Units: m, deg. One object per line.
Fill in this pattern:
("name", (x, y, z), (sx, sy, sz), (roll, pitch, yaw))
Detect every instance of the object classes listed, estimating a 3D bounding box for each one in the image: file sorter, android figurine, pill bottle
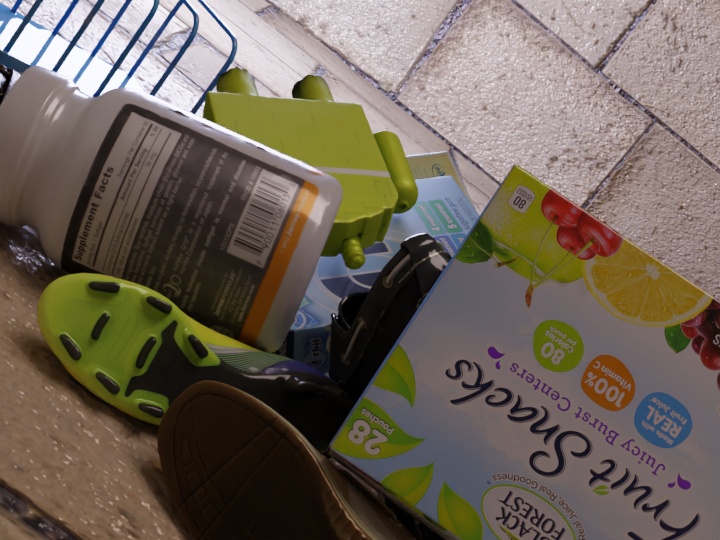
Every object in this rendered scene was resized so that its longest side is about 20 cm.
("file sorter", (-0.230, -0.221, 1.093), (0.199, 0.123, 0.139), (25, 18, -44))
("android figurine", (-0.045, -0.073, 0.875), (0.180, 0.041, 0.201), (1, 42, -21))
("pill bottle", (-0.119, -0.039, 0.734), (0.198, 0.117, 0.116), (23, 14, -3))

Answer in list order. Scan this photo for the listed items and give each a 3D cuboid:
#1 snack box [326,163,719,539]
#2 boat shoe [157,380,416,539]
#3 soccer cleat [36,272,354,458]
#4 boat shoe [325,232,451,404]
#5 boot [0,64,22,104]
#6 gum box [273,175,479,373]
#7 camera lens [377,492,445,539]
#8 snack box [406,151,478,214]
("snack box", (0.109, 0.076, 0.606), (0.199, 0.169, 0.068), (35, -10, 5))
("boat shoe", (-0.019, 0.134, 0.594), (0.200, 0.074, 0.066), (45, 1, 19))
("soccer cleat", (-0.095, 0.059, 0.684), (0.199, 0.065, 0.083), (27, -13, -29))
("boat shoe", (0.012, 0.044, 0.738), (0.072, 0.200, 0.068), (-35, 82, -33))
("boot", (-0.189, -0.091, 0.878), (0.173, 0.069, 0.200), (35, 15, -20))
("gum box", (0.000, 0.000, 0.874), (0.198, 0.045, 0.170), (-8, 35, -14))
("camera lens", (0.106, 0.122, 0.745), (0.160, 0.160, 0.200), (41, 10, 12))
("snack box", (0.045, -0.011, 0.973), (0.115, 0.037, 0.201), (-7, 50, -15))
